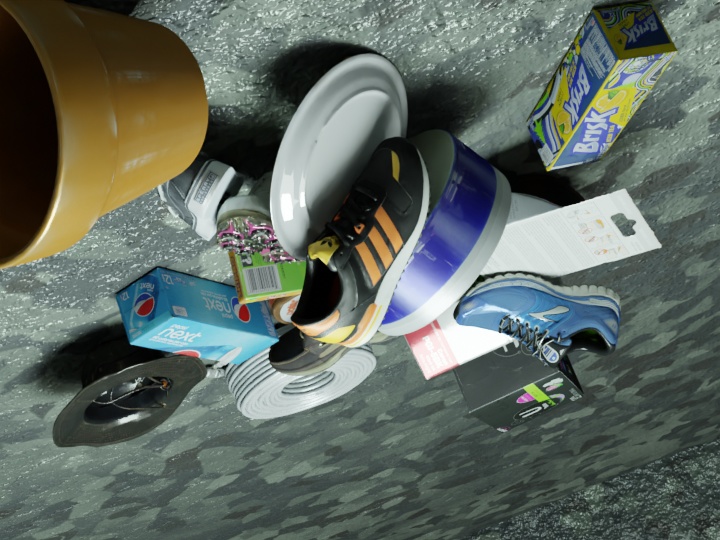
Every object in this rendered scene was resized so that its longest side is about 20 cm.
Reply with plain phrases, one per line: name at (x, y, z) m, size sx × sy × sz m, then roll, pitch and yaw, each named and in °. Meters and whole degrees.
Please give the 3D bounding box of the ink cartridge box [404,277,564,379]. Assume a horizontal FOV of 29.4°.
ink cartridge box at (0.154, 0.040, 1.707) m, size 0.200 × 0.083 × 0.147 m, roll -25°, pitch -166°, yaw 10°

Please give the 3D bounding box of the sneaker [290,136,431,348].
sneaker at (-0.003, -0.028, 1.238) m, size 0.090 × 0.070 × 0.200 m, roll 13°, pitch 98°, yaw -50°

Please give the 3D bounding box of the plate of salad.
plate of salad at (-0.024, -0.105, 1.263) m, size 0.200 × 0.048 × 0.200 m, roll -38°, pitch 141°, yaw -39°

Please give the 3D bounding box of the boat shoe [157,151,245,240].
boat shoe at (-0.156, -0.076, 1.281) m, size 0.072 × 0.068 × 0.200 m, roll -61°, pitch 179°, yaw -2°

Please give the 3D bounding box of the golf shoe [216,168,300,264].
golf shoe at (-0.090, -0.058, 1.323) m, size 0.072 × 0.092 × 0.200 m, roll -6°, pitch 174°, yaw 14°

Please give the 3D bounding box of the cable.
cable at (-0.077, 0.127, 1.807) m, size 0.200 × 0.069 × 0.200 m, roll -30°, pitch 156°, yaw 21°

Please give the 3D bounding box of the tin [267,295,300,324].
tin at (-0.017, 0.017, 1.655) m, size 0.200 × 0.042 × 0.112 m, roll -11°, pitch 152°, yaw -22°

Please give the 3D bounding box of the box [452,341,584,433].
box at (0.229, 0.145, 2.045) m, size 0.148 × 0.125 × 0.200 m, roll -26°, pitch 158°, yaw 12°

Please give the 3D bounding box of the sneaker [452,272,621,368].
sneaker at (0.205, 0.060, 1.573) m, size 0.200 × 0.089 × 0.079 m, roll 5°, pitch 147°, yaw -7°

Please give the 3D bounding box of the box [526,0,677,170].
box at (0.239, -0.182, 1.385) m, size 0.070 × 0.064 × 0.200 m, roll -12°, pitch 157°, yaw -20°

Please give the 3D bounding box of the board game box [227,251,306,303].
board game box at (-0.043, -0.027, 1.449) m, size 0.200 × 0.096 × 0.030 m, roll -9°, pitch 170°, yaw -24°

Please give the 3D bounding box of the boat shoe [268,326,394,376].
boat shoe at (-0.035, 0.060, 1.619) m, size 0.200 × 0.075 × 0.073 m, roll -27°, pitch 131°, yaw 26°

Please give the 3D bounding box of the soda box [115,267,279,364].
soda box at (-0.182, 0.055, 1.560) m, size 0.068 × 0.064 × 0.200 m, roll -31°, pitch 155°, yaw 23°

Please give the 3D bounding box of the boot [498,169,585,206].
boot at (0.184, -0.065, 1.613) m, size 0.200 × 0.075 × 0.097 m, roll 14°, pitch 150°, yaw -39°

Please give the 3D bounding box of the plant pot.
plant pot at (-0.218, -0.115, 1.005) m, size 0.200 × 0.200 × 0.183 m, roll -38°, pitch 168°, yaw 36°

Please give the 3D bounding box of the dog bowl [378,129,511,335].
dog bowl at (0.052, -0.039, 1.365) m, size 0.079 × 0.200 × 0.200 m, roll 37°, pitch 127°, yaw -22°

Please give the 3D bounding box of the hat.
hat at (-0.287, 0.130, 1.624) m, size 0.200 × 0.081 × 0.201 m, roll -25°, pitch 157°, yaw -11°

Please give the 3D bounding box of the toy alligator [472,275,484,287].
toy alligator at (0.120, 0.006, 1.603) m, size 0.059 × 0.054 × 0.200 m, roll -60°, pitch 178°, yaw 22°

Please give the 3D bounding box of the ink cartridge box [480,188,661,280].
ink cartridge box at (0.215, -0.045, 1.527) m, size 0.200 × 0.050 × 0.161 m, roll -19°, pitch 151°, yaw 19°
